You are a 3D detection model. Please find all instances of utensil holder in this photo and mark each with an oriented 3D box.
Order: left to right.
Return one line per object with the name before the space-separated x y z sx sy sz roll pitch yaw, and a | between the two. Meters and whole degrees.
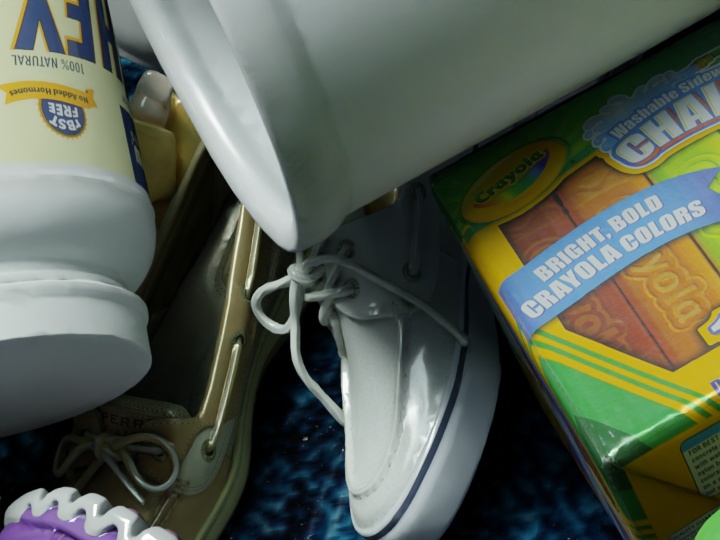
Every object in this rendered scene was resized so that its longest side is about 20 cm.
utensil holder | 0.025 -0.126 0.800 0.199 0.171 0.170 -28 40 -10

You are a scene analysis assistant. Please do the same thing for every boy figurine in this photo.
boy figurine | -0.087 -0.038 0.990 0.064 0.124 0.201 31 84 9

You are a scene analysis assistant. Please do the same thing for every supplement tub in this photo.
supplement tub | -0.154 -0.049 0.882 0.144 0.145 0.201 -18 73 13

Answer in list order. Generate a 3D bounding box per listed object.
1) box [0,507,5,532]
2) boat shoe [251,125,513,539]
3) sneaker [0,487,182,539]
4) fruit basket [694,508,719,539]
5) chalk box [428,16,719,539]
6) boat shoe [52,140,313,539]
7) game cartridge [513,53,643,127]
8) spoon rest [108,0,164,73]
box | -0.202 0.176 0.880 0.199 0.051 0.158 -30 40 0
boat shoe | 0.003 -0.002 0.878 0.075 0.086 0.203 -27 48 53
sneaker | -0.056 0.142 0.802 0.199 0.081 0.089 25 75 31
fruit basket | 0.193 0.056 0.657 0.214 0.216 0.156 -5 46 25
chalk box | 0.111 0.010 0.809 0.124 0.124 0.200 -30 41 -1
boat shoe | -0.072 0.037 0.921 0.073 0.063 0.201 12 66 36
game cartridge | 0.058 -0.095 1.016 0.129 0.038 0.201 1 50 36
spoon rest | -0.119 -0.127 1.050 0.099 0.199 0.061 44 118 45
